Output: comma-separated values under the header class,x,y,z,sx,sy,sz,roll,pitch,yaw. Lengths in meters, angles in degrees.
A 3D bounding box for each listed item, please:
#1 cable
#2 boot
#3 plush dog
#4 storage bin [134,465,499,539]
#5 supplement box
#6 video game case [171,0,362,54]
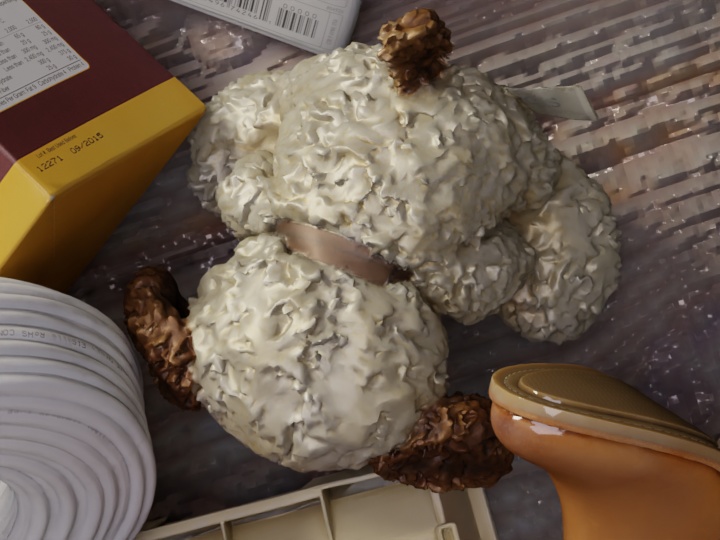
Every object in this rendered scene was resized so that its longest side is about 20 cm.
class,x,y,z,sx,sy,sz,roll,pitch,yaw
cable,-0.175,0.082,0.834,0.199,0.201,0.070,-21,55,-8
boot,0.097,0.127,0.878,0.077,0.199,0.156,33,98,42
plush dog,0.000,0.000,0.867,0.199,0.161,0.173,20,73,7
storage bin,-0.027,0.195,0.939,0.198,0.094,0.200,-15,91,11
supplement box,-0.215,-0.053,0.904,0.200,0.133,0.197,44,119,4
video game case,-0.079,-0.187,0.886,0.199,0.024,0.183,21,140,1
